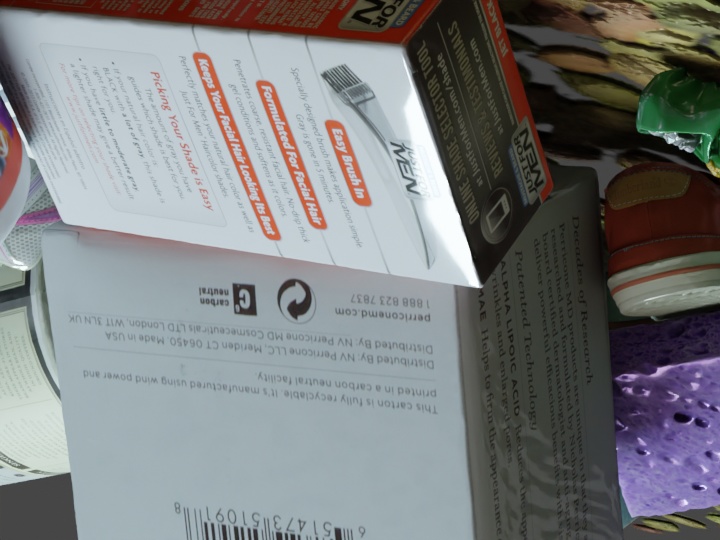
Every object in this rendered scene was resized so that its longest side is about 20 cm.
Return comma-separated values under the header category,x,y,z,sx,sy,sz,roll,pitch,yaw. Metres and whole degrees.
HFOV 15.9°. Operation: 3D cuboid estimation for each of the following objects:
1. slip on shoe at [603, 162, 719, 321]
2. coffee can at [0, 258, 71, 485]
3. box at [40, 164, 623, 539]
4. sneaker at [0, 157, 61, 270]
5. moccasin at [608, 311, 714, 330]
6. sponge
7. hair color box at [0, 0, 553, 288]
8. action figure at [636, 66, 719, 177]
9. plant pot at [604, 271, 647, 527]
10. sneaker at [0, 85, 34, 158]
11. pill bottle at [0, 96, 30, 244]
category,x,y,z,sx,sy,sz,roll,pitch,yaw
slip on shoe,0.145,-0.013,1.103,0.074,0.062,0.200,-14,173,18
coffee can,-0.169,0.034,1.300,0.199,0.147,0.146,-13,152,42
box,-0.008,0.063,1.068,0.198,0.201,0.131,3,-162,30
sneaker,-0.105,-0.038,1.168,0.199,0.089,0.081,-2,-177,-37
moccasin,0.178,0.048,1.176,0.200,0.074,0.078,-4,-147,-1
sponge,0.202,0.051,1.106,0.199,0.030,0.112,-11,139,13
hair color box,-0.038,-0.065,0.958,0.199,0.064,0.111,10,136,34
action figure,0.193,-0.022,0.970,0.199,0.055,0.118,27,167,-7
plant pot,0.066,0.060,1.305,0.135,0.200,0.200,55,158,-11
sneaker,-0.138,-0.094,1.049,0.199,0.075,0.085,14,162,-13
pill bottle,-0.205,-0.087,0.936,0.111,0.112,0.200,9,142,30
